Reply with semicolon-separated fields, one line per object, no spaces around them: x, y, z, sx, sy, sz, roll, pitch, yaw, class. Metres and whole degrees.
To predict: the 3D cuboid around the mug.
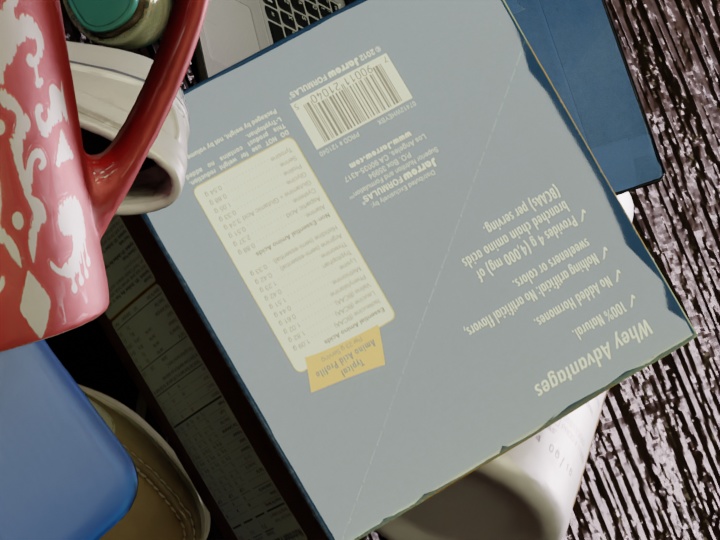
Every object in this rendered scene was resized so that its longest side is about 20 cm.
-0.143;-0.074;1.053;0.133;0.177;0.200;-36;117;-71;mug

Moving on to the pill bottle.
0.071;0.038;1.476;0.114;0.114;0.200;34;55;-20;pill bottle

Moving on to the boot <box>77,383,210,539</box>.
-0.154;0.085;1.270;0.200;0.072;0.155;40;11;-10;boot

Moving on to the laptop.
0.023;-0.114;1.465;0.200;0.116;0.187;25;36;-38;laptop

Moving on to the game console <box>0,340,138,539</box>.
-0.221;0.077;1.159;0.200;0.171;0.118;-41;139;-23;game console

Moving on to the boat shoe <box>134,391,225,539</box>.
-0.051;0.130;1.379;0.073;0.065;0.200;-8;75;-36;boat shoe

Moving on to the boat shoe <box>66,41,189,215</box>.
-0.164;-0.060;1.156;0.200;0.074;0.065;2;36;-10;boat shoe

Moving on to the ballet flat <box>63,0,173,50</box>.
-0.144;-0.201;1.469;0.062;0.067;0.200;-7;77;-67;ballet flat

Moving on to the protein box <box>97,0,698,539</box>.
0.000;0.000;1.306;0.198;0.135;0.200;-29;88;-21;protein box
